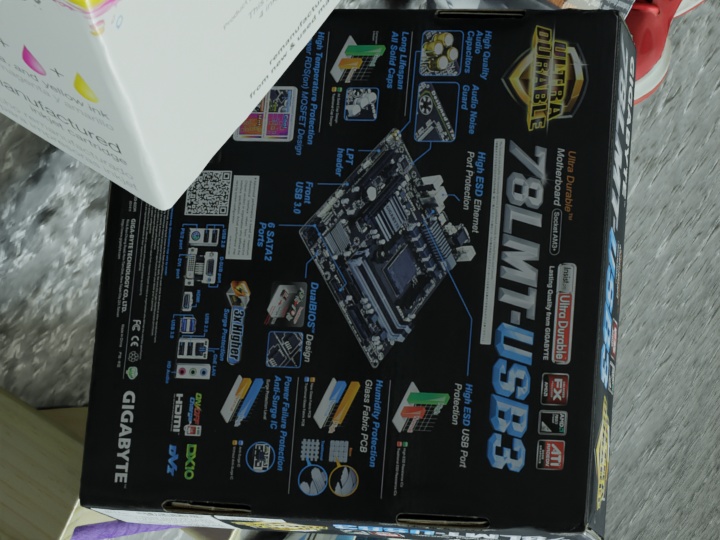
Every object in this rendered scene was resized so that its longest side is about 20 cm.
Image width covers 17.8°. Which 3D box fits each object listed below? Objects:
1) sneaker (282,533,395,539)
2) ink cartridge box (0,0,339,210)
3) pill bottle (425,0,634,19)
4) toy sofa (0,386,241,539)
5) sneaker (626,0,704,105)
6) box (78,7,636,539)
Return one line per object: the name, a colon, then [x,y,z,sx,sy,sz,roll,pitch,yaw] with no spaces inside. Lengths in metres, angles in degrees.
sneaker: [-0.039,0.199,1.351,0.200,0.072,0.072,-43,140,-44]
ink cartridge box: [-0.083,-0.147,0.630,0.145,0.147,0.200,-52,159,-18]
pill bottle: [0.094,-0.169,1.094,0.201,0.106,0.106,-62,160,10]
toy sofa: [-0.120,0.099,0.999,0.098,0.083,0.200,-63,161,8]
sneaker: [0.157,-0.183,1.307,0.200,0.078,0.116,-56,156,-46]
box: [0.000,0.000,0.873,0.050,0.197,0.201,42,51,-71]
